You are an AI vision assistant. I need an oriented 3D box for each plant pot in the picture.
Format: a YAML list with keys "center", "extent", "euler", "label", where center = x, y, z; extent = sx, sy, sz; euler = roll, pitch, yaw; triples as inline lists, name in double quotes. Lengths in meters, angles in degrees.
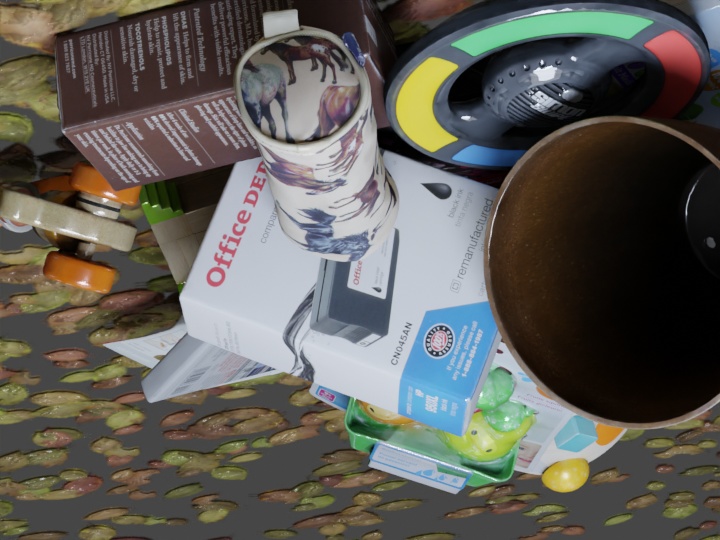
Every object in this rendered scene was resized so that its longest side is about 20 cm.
- center: [0.204, -0.015, 1.441]
  extent: [0.187, 0.188, 0.200]
  euler: [-24, 177, 33]
  label: "plant pot"

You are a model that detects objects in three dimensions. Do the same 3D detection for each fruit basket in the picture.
- center: [0.063, 0.091, 1.683]
  extent: [0.185, 0.094, 0.200]
  euler: [18, 159, -4]
  label: "fruit basket"

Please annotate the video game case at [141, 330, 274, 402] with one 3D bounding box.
- center: [-0.046, 0.035, 1.660]
  extent: [0.182, 0.023, 0.200]
  euler: [-14, 165, -28]
  label: "video game case"

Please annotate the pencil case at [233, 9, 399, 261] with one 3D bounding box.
- center: [-0.023, -0.074, 1.369]
  extent: [0.077, 0.090, 0.200]
  euler: [-2, 160, 6]
  label: "pencil case"

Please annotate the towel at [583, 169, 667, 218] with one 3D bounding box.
- center: [0.183, -0.062, 1.594]
  extent: [0.200, 0.031, 0.149]
  euler: [-22, -175, -31]
  label: "towel"

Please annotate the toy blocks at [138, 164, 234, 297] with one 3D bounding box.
- center: [-0.071, -0.031, 1.637]
  extent: [0.136, 0.100, 0.200]
  euler: [-18, 145, 0]
  label: "toy blocks"

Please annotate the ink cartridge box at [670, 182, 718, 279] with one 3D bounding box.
- center: [0.298, -0.021, 1.621]
  extent: [0.199, 0.145, 0.147]
  euler: [-21, -176, 3]
  label: "ink cartridge box"

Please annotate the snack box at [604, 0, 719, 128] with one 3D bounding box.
- center: [0.230, -0.156, 1.473]
  extent: [0.199, 0.068, 0.169]
  euler: [-19, 155, 21]
  label: "snack box"

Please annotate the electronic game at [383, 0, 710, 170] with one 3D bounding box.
- center: [0.113, -0.113, 1.402]
  extent: [0.199, 0.042, 0.200]
  euler: [-5, 155, -2]
  label: "electronic game"

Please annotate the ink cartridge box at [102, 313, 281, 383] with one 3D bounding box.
- center: [-0.084, 0.038, 1.864]
  extent: [0.199, 0.047, 0.160]
  euler: [-15, 157, 24]
  label: "ink cartridge box"

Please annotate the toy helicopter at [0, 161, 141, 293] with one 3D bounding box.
- center: [-0.247, -0.051, 1.546]
  extent: [0.199, 0.079, 0.132]
  euler: [16, -178, -13]
  label: "toy helicopter"

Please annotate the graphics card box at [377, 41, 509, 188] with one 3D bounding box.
- center: [0.044, -0.092, 1.582]
  extent: [0.125, 0.051, 0.200]
  euler: [-10, 157, 5]
  label: "graphics card box"

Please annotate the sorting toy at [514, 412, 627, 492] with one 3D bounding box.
- center: [0.117, 0.085, 1.816]
  extent: [0.199, 0.107, 0.180]
  euler: [12, 157, 13]
  label: "sorting toy"

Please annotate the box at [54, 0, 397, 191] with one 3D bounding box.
- center: [-0.081, -0.119, 1.441]
  extent: [0.199, 0.075, 0.100]
  euler: [-11, 157, 10]
  label: "box"

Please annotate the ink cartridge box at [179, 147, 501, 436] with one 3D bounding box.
- center: [0.000, 0.000, 1.495]
  extent: [0.199, 0.145, 0.084]
  euler: [19, 162, 7]
  label: "ink cartridge box"
